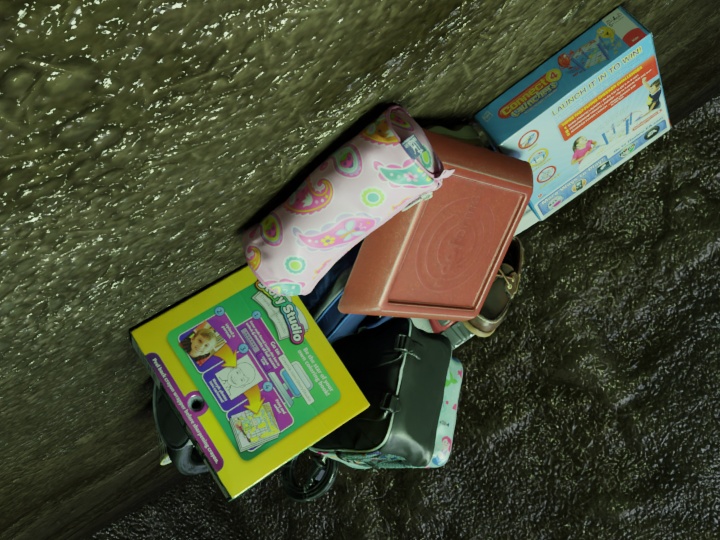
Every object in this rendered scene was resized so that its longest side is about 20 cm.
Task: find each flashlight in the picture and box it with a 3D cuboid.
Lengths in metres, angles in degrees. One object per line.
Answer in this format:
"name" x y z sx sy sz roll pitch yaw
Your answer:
"flashlight" 0.101 0.027 1.185 0.068 0.200 0.068 -28 169 -35

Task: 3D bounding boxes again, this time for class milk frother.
"milk frother" -0.149 0.211 1.024 0.188 0.181 0.200 0 -169 -41

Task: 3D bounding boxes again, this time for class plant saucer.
"plant saucer" 0.092 -0.031 0.801 0.200 0.037 0.200 7 111 -42

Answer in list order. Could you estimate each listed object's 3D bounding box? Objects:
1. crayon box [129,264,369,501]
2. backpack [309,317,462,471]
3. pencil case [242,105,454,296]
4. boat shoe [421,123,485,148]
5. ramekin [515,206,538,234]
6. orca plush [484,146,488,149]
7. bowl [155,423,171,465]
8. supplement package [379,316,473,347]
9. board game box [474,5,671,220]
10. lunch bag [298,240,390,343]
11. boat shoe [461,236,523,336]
"crayon box" -0.118 0.110 0.821 0.172 0.200 0.058 -31 171 -22
"backpack" 0.022 0.159 0.954 0.150 0.178 0.200 32 148 -34
"pencil case" -0.015 -0.058 0.693 0.200 0.088 0.087 -37 171 23
"boat shoe" 0.087 -0.109 0.818 0.200 0.076 0.072 -24 167 -49
"ramekin" 0.241 -0.132 1.113 0.202 0.094 0.202 -38 -177 2
"orca plush" 0.096 -0.076 0.954 0.105 0.071 0.201 47 62 -69
"bowl" -0.249 0.210 1.211 0.200 0.094 0.201 -34 172 -6
"supplement package" 0.093 0.051 1.283 0.117 0.200 0.117 -36 171 11
"board game box" 0.258 -0.175 0.915 0.200 0.056 0.196 -36 146 9
"lunch bag" 0.000 0.000 0.893 0.136 0.133 0.200 -30 170 -29
"boat shoe" 0.189 0.013 1.093 0.070 0.070 0.200 -53 -173 36
